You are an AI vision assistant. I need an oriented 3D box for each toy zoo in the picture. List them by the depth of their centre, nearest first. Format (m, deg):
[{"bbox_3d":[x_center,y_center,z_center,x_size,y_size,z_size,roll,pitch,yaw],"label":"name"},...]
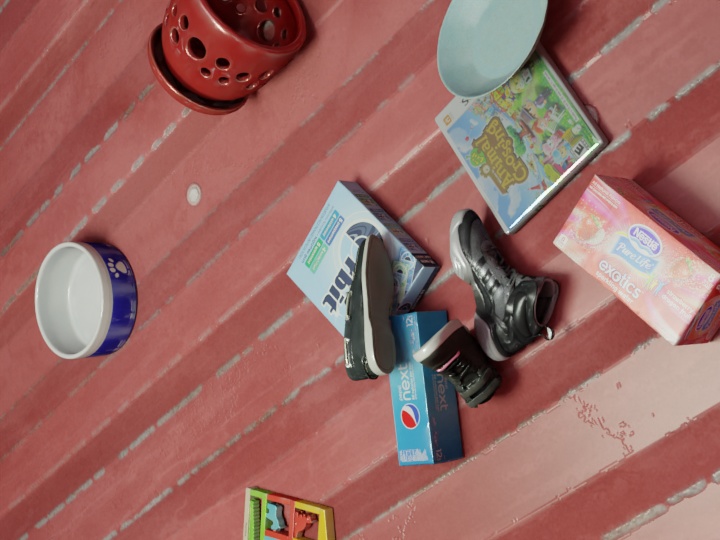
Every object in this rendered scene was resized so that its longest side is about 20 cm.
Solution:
[{"bbox_3d":[-0.102,0.410,1.850,0.198,0.020,0.133,5,93,41],"label":"toy zoo"}]

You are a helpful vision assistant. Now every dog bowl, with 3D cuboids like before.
[{"bbox_3d":[-0.480,0.051,2.141,0.198,0.078,0.204,1,91,41],"label":"dog bowl"}]

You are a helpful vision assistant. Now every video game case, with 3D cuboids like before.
[{"bbox_3d":[0.203,-0.181,1.585,0.182,0.022,0.201,-45,62,32],"label":"video game case"}]

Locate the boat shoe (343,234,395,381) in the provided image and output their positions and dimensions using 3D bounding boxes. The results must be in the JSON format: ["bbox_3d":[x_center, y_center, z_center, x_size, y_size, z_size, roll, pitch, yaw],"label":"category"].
[{"bbox_3d":[0.005,0.049,1.640,0.060,0.075,0.203,-18,55,31],"label":"boat shoe"}]

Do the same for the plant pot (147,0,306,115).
[{"bbox_3d":[-0.205,-0.346,1.832,0.183,0.199,0.202,-45,62,41],"label":"plant pot"}]

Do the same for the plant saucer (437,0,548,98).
[{"bbox_3d":[0.178,-0.311,1.573,0.200,0.038,0.204,-27,54,44],"label":"plant saucer"}]

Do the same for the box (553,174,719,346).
[{"bbox_3d":[0.338,-0.014,1.420,0.200,0.094,0.103,45,117,31],"label":"box"}]

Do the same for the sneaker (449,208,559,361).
[{"bbox_3d":[0.189,0.007,1.566,0.113,0.075,0.203,-21,82,38],"label":"sneaker"}]

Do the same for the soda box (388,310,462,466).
[{"bbox_3d":[0.084,0.159,1.657,0.064,0.067,0.203,-10,83,42],"label":"soda box"}]

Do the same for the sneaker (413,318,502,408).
[{"bbox_3d":[0.130,0.122,1.551,0.070,0.200,0.100,-39,76,10],"label":"sneaker"}]

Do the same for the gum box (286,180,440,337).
[{"bbox_3d":[0.000,0.000,1.746,0.200,0.044,0.171,46,118,30],"label":"gum box"}]
